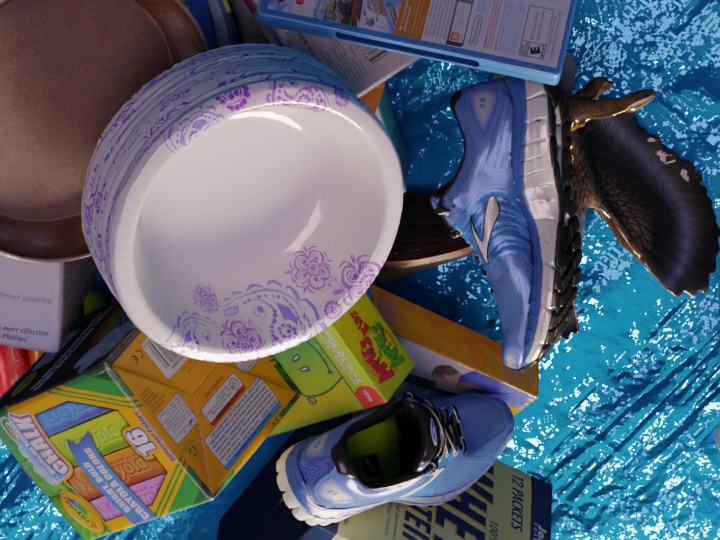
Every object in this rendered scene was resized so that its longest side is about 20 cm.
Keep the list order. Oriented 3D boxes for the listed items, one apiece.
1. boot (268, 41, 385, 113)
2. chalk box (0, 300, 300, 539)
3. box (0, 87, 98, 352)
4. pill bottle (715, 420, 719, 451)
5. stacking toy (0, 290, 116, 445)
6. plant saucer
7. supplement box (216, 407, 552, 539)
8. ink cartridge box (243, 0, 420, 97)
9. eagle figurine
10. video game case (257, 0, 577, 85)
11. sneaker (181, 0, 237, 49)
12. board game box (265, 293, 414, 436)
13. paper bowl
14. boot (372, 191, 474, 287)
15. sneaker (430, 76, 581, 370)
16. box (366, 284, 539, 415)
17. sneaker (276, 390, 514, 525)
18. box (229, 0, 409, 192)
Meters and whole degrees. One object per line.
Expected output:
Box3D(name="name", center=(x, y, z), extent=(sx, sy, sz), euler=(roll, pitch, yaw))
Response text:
Box3D(name="boot", center=(-0.083, -0.084, 1.366), extent=(0.199, 0.077, 0.156), euler=(12, 114, -23))
Box3D(name="chalk box", center=(-0.168, 0.101, 1.406), extent=(0.200, 0.125, 0.124), euler=(-23, 110, 45))
Box3D(name="box", center=(-0.237, -0.076, 1.405), extent=(0.104, 0.184, 0.201), euler=(8, 117, 3))
Box3D(name="pill bottle", center=(0.344, 0.062, 1.453), extent=(0.113, 0.114, 0.201), euler=(20, 117, -4))
Box3D(name="stacking toy", center=(-0.204, 0.055, 1.524), extent=(0.199, 0.116, 0.110), euler=(-7, 119, -3))
Box3D(name="plant saucer", center=(-0.188, -0.102, 1.265), extent=(0.199, 0.034, 0.201), euler=(-18, 125, -27))
Box3D(name="supplement box", center=(0.012, 0.229, 1.523), extent=(0.199, 0.135, 0.200), euler=(25, 132, -17))
Box3D(name="ink cartridge box", center=(0.024, -0.204, 1.341), extent=(0.200, 0.042, 0.120), euler=(-34, 92, -10))
Box3D(name="eagle figurine", center=(0.156, -0.053, 1.426), extent=(0.151, 0.151, 0.200), euler=(24, 162, 37))
Box3D(name="video game case", center=(0.046, -0.205, 1.293), extent=(0.199, 0.144, 0.018), euler=(12, 159, 5))
Box3D(name="sneaker", center=(-0.131, -0.119, 1.416), extent=(0.082, 0.074, 0.201), euler=(-11, 123, -16))
Box3D(name="board game box", center=(-0.067, 0.064, 1.430), extent=(0.199, 0.048, 0.102), euler=(-20, 112, 43))
Box3D(name="paper bowl", center=(-0.081, -0.051, 1.269), extent=(0.200, 0.104, 0.202), euler=(-15, 128, -20))
Box3D(name="boot", center=(0.000, 0.000, 1.495), extent=(0.199, 0.075, 0.097), euler=(-6, 140, 5))
Box3D(name="sneaker", center=(0.097, -0.032, 1.328), extent=(0.089, 0.079, 0.201), euler=(-1, 101, 20))
Box3D(name="box", center=(0.021, 0.073, 1.489), extent=(0.199, 0.042, 0.119), euler=(23, 138, -24))
Box3D(name="sneaker", center=(0.041, 0.128, 1.404), extent=(0.089, 0.199, 0.079), euler=(-32, 77, 49))
Box3D(name="box", center=(-0.031, -0.144, 1.423), extent=(0.082, 0.049, 0.201), euler=(-12, 115, 12))
